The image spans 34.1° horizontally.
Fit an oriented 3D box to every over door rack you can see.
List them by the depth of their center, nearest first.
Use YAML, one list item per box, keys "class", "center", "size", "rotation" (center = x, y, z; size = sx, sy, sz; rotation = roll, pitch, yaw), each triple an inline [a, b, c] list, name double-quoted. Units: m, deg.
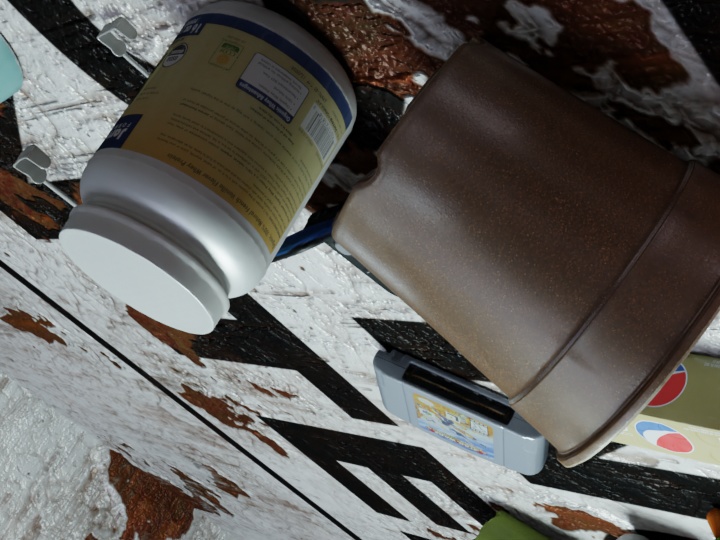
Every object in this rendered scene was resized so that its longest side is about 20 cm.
- class: "over door rack"
  center: [-0.185, -0.086, 0.968]
  size: [0.066, 0.148, 0.200]
  rotation: [2, 146, 40]

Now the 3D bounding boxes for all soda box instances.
- class: "soda box"
  center: [0.231, 0.104, 0.966]
  size: [0.199, 0.064, 0.068]
  rotation: [7, 149, 43]

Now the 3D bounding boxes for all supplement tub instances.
- class: "supplement tub"
  center: [-0.105, -0.071, 0.822]
  size: [0.144, 0.201, 0.145]
  rotation: [25, 158, 11]

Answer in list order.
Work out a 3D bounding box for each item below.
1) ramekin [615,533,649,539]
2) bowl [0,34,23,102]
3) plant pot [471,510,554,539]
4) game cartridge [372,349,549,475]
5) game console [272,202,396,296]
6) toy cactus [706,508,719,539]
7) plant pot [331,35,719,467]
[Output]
- class: "ramekin"
  center: [0.338, 0.401, 1.316]
  size: [0.094, 0.203, 0.202]
  rotation: [-4, 143, 33]
- class: "bowl"
  center: [-0.430, -0.196, 1.094]
  size: [0.200, 0.105, 0.201]
  rotation: [26, 159, 11]
- class: "plant pot"
  center: [0.223, 0.420, 1.544]
  size: [0.190, 0.200, 0.200]
  rotation: [37, 161, 17]
- class: "game cartridge"
  center: [0.109, 0.157, 1.277]
  size: [0.199, 0.042, 0.133]
  rotation: [22, 153, 18]
- class: "game console"
  center: [0.000, 0.000, 0.957]
  size: [0.170, 0.119, 0.200]
  rotation: [38, 158, -19]
- class: "toy cactus"
  center: [0.419, 0.301, 1.155]
  size: [0.164, 0.103, 0.200]
  rotation: [-10, 136, 31]
- class: "plant pot"
  center: [0.103, -0.022, 0.704]
  size: [0.198, 0.201, 0.200]
  rotation: [37, 159, 4]
